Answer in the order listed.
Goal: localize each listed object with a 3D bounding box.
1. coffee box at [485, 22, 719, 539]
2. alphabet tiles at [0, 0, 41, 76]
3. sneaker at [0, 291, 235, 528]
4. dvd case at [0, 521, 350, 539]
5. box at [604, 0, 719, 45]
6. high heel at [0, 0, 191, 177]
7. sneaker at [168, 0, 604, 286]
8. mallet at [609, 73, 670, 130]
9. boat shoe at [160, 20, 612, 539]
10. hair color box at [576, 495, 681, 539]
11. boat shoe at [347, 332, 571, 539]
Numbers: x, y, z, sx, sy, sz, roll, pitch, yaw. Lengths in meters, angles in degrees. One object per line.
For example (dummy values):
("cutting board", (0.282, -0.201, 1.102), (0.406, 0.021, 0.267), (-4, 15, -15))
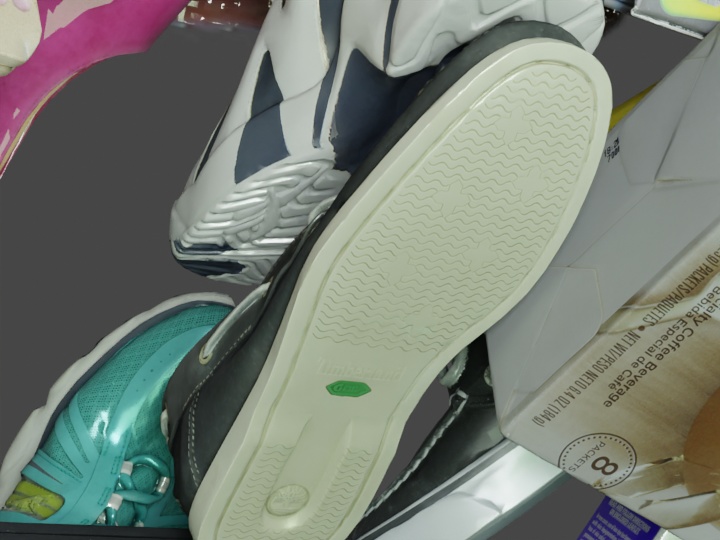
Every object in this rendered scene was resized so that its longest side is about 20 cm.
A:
("coffee box", (0.147, 0.032, 0.810), (0.199, 0.080, 0.114), (30, 122, -26))
("alphabet tiles", (-0.144, -0.151, 0.754), (0.195, 0.015, 0.201), (13, 55, -45))
("sneaker", (-0.093, 0.096, 0.874), (0.077, 0.080, 0.200), (40, 87, -13))
("dvd case", (-0.090, 0.170, 0.862), (0.142, 0.018, 0.201), (6, 114, -34))
("box", (0.114, -0.173, 0.814), (0.034, 0.110, 0.201), (17, 97, -14))
("high heel", (-0.103, -0.032, 0.862), (0.199, 0.067, 0.096), (-34, 92, 9))
("sneaker", (-0.001, -0.087, 0.841), (0.079, 0.199, 0.130), (8, 58, -23))
("mallet", (0.104, -0.061, 0.902), (0.199, 0.066, 0.041), (-31, 79, -8))
("boat shoe", (0.000, 0.000, 0.790), (0.071, 0.068, 0.200), (14, 125, -32))
("hair color box", (0.133, 0.112, 0.930), (0.109, 0.065, 0.201), (34, 91, -15))
("boat shoe", (0.060, 0.031, 0.897), (0.199, 0.074, 0.068), (-41, 81, 16))
